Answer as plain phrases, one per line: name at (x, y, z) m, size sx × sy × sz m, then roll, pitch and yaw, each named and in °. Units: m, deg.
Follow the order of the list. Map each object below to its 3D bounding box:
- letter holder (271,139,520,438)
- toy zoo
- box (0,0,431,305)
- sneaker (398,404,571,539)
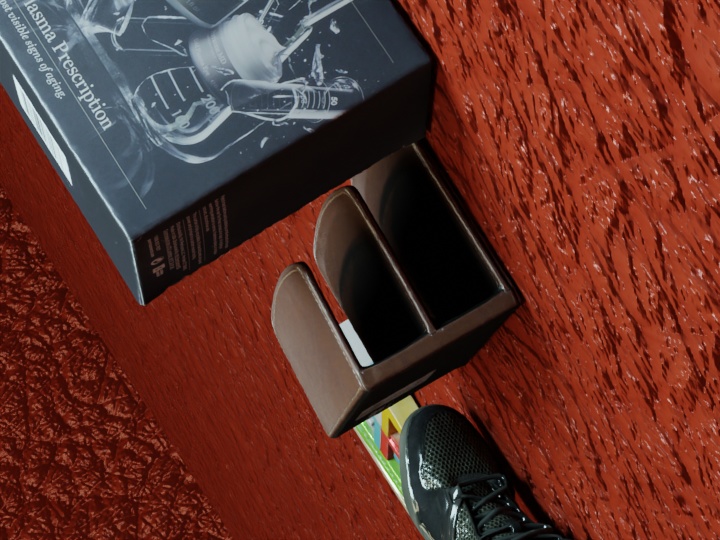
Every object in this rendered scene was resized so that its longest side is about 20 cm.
letter holder at (0.000, 0.000, 1.418) m, size 0.143 × 0.100 × 0.200 m, roll 60°, pitch 169°, yaw 7°
toy zoo at (0.022, 0.112, 1.807) m, size 0.132 × 0.020 × 0.200 m, roll 56°, pitch 169°, yaw 16°
box at (-0.090, -0.121, 1.286) m, size 0.201 × 0.181 × 0.104 m, roll 55°, pitch 168°, yaw 16°
sneaker at (0.089, 0.162, 1.529) m, size 0.114 × 0.076 × 0.201 m, roll -52°, pitch 50°, yaw 55°
